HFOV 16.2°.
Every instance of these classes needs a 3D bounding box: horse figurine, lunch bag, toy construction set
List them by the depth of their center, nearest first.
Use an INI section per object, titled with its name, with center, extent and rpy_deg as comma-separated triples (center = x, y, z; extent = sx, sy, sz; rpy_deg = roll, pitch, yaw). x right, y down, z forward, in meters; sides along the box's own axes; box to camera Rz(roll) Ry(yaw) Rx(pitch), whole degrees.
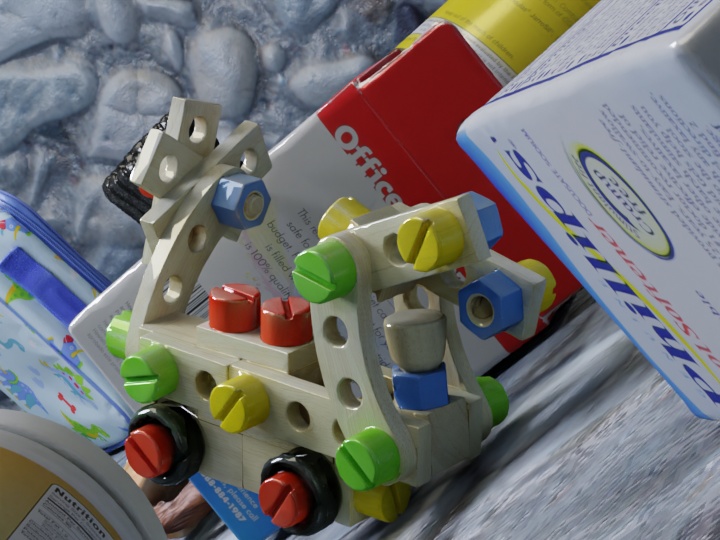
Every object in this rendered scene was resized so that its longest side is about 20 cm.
[toy construction set]
center = -0.025, 0.014, 0.856
extent = 0.092, 0.132, 0.200
rpy_deg = -14, 25, -34
[horse figurine]
center = -0.075, 0.079, 1.194
extent = 0.133, 0.050, 0.200
rpy_deg = -53, 9, 11
[lunch bag]
center = -0.219, 0.038, 1.776
extent = 0.083, 0.200, 0.161
rpy_deg = -50, 7, -22

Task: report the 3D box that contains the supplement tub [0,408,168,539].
[supplement tub]
center = -0.136, 0.129, 0.744
extent = 0.144, 0.145, 0.200
rpy_deg = -39, 6, 17

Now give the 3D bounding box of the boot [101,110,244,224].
[boot]
center = -0.097, -0.084, 2.121
extent = 0.211, 0.158, 0.079
rpy_deg = -43, 6, -21

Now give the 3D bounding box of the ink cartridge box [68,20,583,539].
[ink cartridge box]
center = 0.000, 0.000, 0.974
extent = 0.200, 0.116, 0.067
rpy_deg = -38, 3, 22

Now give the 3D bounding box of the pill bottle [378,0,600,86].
[pill bottle]
center = 0.106, -0.100, 1.054
extent = 0.200, 0.112, 0.112
rpy_deg = -42, 5, -9

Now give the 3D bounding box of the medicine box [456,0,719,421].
[medicine box]
center = 0.136, -0.060, 0.564
extent = 0.182, 0.103, 0.200
rpy_deg = -42, 5, -8
